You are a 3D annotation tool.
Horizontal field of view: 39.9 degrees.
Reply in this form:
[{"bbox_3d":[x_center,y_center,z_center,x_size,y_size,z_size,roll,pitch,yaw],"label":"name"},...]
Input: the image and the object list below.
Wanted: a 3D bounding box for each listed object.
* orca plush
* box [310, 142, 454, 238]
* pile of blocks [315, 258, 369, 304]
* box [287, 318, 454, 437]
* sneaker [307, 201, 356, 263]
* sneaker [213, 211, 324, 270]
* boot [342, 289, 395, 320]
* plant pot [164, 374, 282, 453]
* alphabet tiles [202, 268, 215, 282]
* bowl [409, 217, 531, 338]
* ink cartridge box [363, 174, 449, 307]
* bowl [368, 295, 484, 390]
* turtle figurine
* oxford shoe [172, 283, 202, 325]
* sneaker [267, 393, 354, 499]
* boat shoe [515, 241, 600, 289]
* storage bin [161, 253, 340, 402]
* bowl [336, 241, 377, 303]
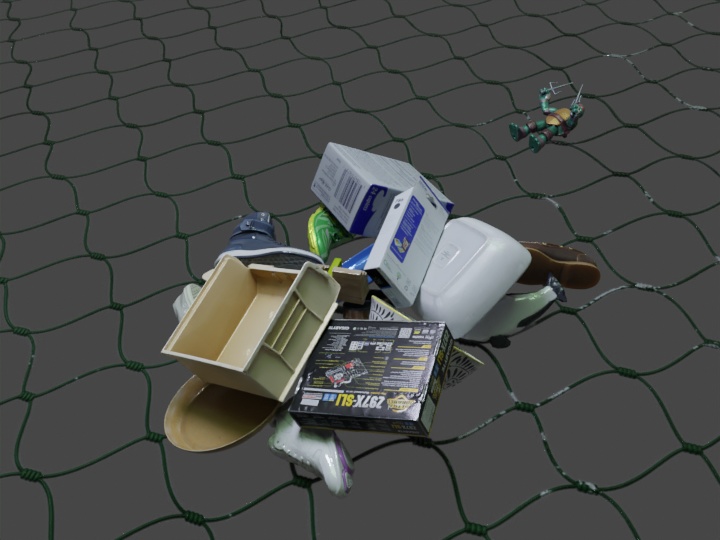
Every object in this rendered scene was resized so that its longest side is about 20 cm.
[{"bbox_3d":[0.235,0.062,1.642,0.199,0.106,0.071,-34,2,-9],"label":"orca plush"},{"bbox_3d":[0.038,-0.138,1.851,0.199,0.106,0.184,10,25,-34],"label":"box"},{"bbox_3d":[-0.070,0.019,1.559,0.199,0.082,0.062,-15,30,30],"label":"pile of blocks"},{"bbox_3d":[0.016,0.145,1.370,0.198,0.049,0.161,-1,52,27],"label":"box"},{"bbox_3d":[-0.050,-0.081,1.866,0.083,0.075,0.201,2,34,13],"label":"sneaker"},{"bbox_3d":[-0.149,-0.045,1.791,0.200,0.077,0.147,3,37,13],"label":"sneaker"},{"bbox_3d":[0.019,0.088,1.631,0.074,0.098,0.200,4,10,22],"label":"boot"},{"bbox_3d":[-0.195,0.199,1.468,0.198,0.028,0.201,-17,33,11],"label":"plant pot"},{"bbox_3d":[-0.181,0.024,1.774,0.195,0.015,0.199,25,43,36],"label":"alphabet tiles"},{"bbox_3d":[0.159,-0.001,1.618,0.200,0.075,0.200,-47,30,-3],"label":"bowl"},{"bbox_3d":[0.077,-0.048,1.603,0.039,0.100,0.201,-9,43,42],"label":"ink cartridge box"},{"bbox_3d":[0.080,0.129,1.507,0.200,0.095,0.201,31,1,0],"label":"bowl"},{"bbox_3d":[0.434,-0.339,2.191,0.199,0.101,0.149,-35,29,-16],"label":"turtle figurine"},{"bbox_3d":[-0.267,0.106,1.630,0.058,0.075,0.201,-41,42,16],"label":"oxford shoe"},{"bbox_3d":[-0.072,0.257,1.399,0.099,0.075,0.200,-30,40,-4],"label":"sneaker"},{"bbox_3d":[0.318,-0.014,1.730,0.198,0.071,0.071,13,30,-16],"label":"boat shoe"},{"bbox_3d":[-0.156,0.074,1.452,0.199,0.094,0.200,5,58,46],"label":"storage bin"},{"bbox_3d":[0.000,0.000,1.681,0.200,0.040,0.201,-33,6,4],"label":"bowl"}]
